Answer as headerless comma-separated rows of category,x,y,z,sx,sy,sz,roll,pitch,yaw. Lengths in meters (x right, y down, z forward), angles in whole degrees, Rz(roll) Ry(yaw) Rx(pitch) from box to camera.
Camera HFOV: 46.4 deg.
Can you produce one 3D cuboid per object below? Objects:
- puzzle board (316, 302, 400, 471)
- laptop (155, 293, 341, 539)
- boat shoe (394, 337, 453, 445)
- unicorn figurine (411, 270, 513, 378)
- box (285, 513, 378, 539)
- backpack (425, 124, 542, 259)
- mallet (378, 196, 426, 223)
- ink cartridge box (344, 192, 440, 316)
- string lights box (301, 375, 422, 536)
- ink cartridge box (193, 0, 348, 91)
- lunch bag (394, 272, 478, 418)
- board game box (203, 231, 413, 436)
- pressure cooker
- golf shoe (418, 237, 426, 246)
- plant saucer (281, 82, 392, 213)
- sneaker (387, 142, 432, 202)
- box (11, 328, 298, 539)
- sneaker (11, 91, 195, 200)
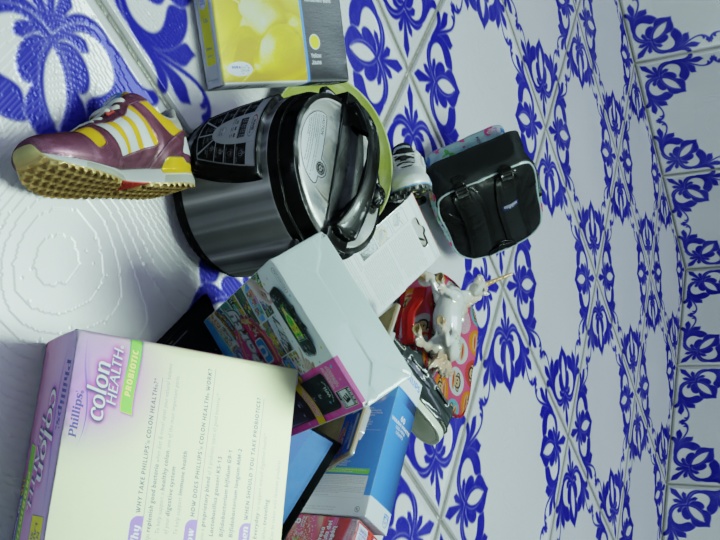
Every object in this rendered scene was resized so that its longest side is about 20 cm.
puzzle board,-0.012,0.150,0.997,0.017,0.151,0.202,29,53,-14
laptop,-0.128,0.152,0.828,0.178,0.102,0.202,-52,130,-50
boat shoe,0.063,0.136,1.138,0.066,0.074,0.200,-38,92,-37
unicorn figurine,0.128,0.057,1.186,0.137,0.073,0.202,42,65,-49
box,-0.046,0.389,0.941,0.100,0.094,0.202,55,42,-40
backpack,0.200,-0.119,1.355,0.201,0.176,0.152,60,9,-46
mallet,0.051,-0.090,1.243,0.200,0.065,0.042,-41,127,-71
ink cartridge box,0.000,0.000,1.030,0.200,0.050,0.110,-42,127,-17
string lights box,0.001,0.217,1.040,0.059,0.102,0.202,51,45,-40
ink cartridge box,-0.102,-0.311,0.954,0.196,0.047,0.203,-15,102,-44
lunch bag,0.106,0.110,1.255,0.176,0.081,0.202,41,53,-50
board game box,-0.057,0.070,0.784,0.064,0.200,0.149,-31,88,-32
pressure cooker,-0.068,-0.091,0.864,0.178,0.198,0.178,-32,111,-57
golf shoe,0.025,-0.009,1.130,0.200,0.087,0.078,-40,121,-53
plant saucer,-0.040,-0.143,1.048,0.198,0.031,0.203,8,78,-42
sneaker,0.060,-0.139,1.174,0.200,0.071,0.073,-93,172,-77
box,-0.166,0.158,0.699,0.198,0.096,0.178,15,72,-33
sneaker,-0.226,-0.114,0.738,0.200,0.074,0.091,-2,79,-66
